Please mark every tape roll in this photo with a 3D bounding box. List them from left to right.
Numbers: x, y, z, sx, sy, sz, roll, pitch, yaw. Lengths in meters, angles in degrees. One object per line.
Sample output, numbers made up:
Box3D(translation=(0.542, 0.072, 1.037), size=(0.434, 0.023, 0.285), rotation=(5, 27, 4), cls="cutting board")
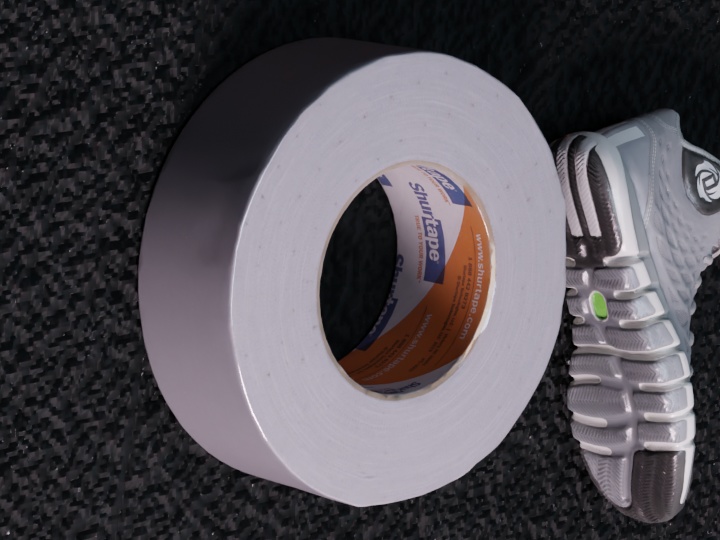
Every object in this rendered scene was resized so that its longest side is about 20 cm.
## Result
Box3D(translation=(0.000, 0.000, 1.307), size=(0.200, 0.066, 0.201), rotation=(-9, 104, -40), cls="tape roll")

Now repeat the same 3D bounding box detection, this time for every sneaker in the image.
Box3D(translation=(0.155, 0.015, 1.445), size=(0.115, 0.075, 0.201), rotation=(-27, 114, -38), cls="sneaker")
